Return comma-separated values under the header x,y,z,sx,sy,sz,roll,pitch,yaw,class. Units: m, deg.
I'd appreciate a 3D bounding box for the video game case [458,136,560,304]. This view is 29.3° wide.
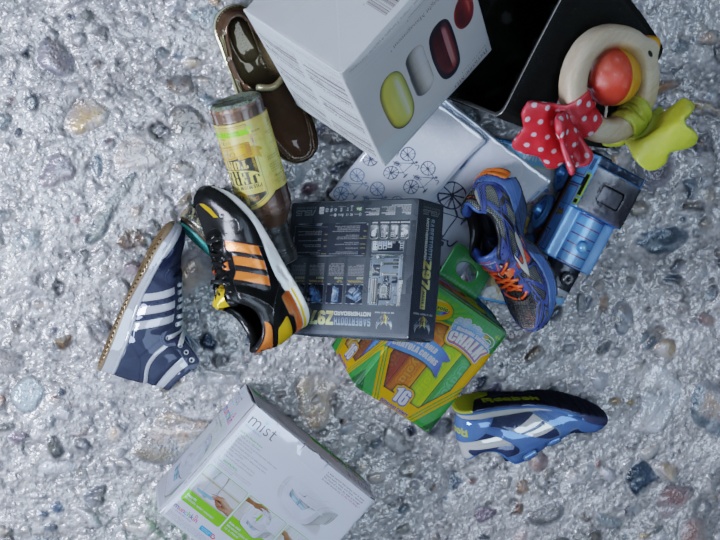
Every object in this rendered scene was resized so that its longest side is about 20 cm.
x,y,z,sx,sy,sz,roll,pitch,yaw,class
0.193,-0.056,1.713,0.143,0.018,0.200,12,98,-14,video game case

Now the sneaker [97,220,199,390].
x,y,z,sx,sy,sz,roll,pitch,yaw,class
-0.222,0.047,1.615,0.108,0.070,0.200,24,102,-11,sneaker

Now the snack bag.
x,y,z,sx,sy,sz,roll,pitch,yaw,class
0.093,-0.098,1.634,0.200,0.021,0.189,36,119,-12,snack bag

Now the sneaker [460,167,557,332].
x,y,z,sx,sy,sz,roll,pitch,yaw,class
0.163,-0.015,1.597,0.078,0.075,0.200,-35,107,-41,sneaker

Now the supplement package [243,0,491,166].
x,y,z,sx,sy,sz,roll,pitch,yaw,class
0.015,-0.258,1.476,0.147,0.200,0.191,37,80,26,supplement package

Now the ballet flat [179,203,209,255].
x,y,z,sx,sy,sz,roll,pitch,yaw,class
-0.131,-0.007,1.632,0.075,0.068,0.200,-40,104,-15,ballet flat

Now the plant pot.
x,y,z,sx,sy,sz,roll,pitch,yaw,class
0.225,-0.248,1.601,0.177,0.200,0.200,25,95,-29,plant pot

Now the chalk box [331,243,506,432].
x,y,z,sx,sy,sz,roll,pitch,yaw,class
0.082,0.064,1.641,0.125,0.124,0.200,33,100,-24,chalk box

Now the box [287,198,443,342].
x,y,z,sx,sy,sz,roll,pitch,yaw,class
0.000,0.000,1.578,0.051,0.200,0.158,11,81,-47,box

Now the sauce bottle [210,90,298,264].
x,y,z,sx,sy,sz,roll,pitch,yaw,class
-0.115,-0.102,1.573,0.065,0.065,0.200,-19,109,-8,sauce bottle

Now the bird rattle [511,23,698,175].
x,y,z,sx,sy,sz,roll,pitch,yaw,class
0.262,-0.187,1.503,0.200,0.113,0.163,1,98,-22,bird rattle

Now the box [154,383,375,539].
x,y,z,sx,sy,sz,roll,pitch,yaw,class
-0.117,0.271,1.671,0.200,0.097,0.176,40,90,-16,box

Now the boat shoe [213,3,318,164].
x,y,z,sx,sy,sz,roll,pitch,yaw,class
-0.110,-0.209,1.586,0.075,0.075,0.202,-32,106,-4,boat shoe

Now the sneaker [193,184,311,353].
x,y,z,sx,sy,sz,roll,pitch,yaw,class
-0.140,0.000,1.554,0.090,0.070,0.200,-37,98,-31,sneaker

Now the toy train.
x,y,z,sx,sy,sz,roll,pitch,yaw,class
0.256,-0.053,1.658,0.087,0.114,0.200,27,94,-15,toy train

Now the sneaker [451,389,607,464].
x,y,z,sx,sy,sz,roll,pitch,yaw,class
0.213,0.199,1.744,0.200,0.074,0.082,0,103,-5,sneaker
